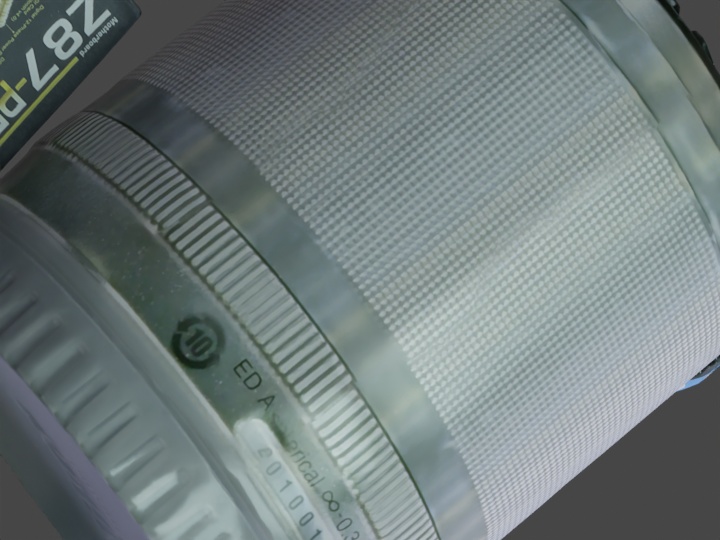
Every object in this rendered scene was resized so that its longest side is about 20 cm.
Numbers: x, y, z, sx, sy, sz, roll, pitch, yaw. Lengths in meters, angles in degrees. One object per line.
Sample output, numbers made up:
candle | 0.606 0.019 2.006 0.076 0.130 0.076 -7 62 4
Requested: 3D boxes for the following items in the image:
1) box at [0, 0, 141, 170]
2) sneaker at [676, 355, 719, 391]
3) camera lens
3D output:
box | -0.168 -0.043 0.698 0.200 0.049 0.161 -49 134 -5
sneaker | 0.046 0.039 0.923 0.199 0.072 0.072 -30 170 -32
camera lens | 0.000 0.000 0.783 0.200 0.160 0.160 -38 134 -15
